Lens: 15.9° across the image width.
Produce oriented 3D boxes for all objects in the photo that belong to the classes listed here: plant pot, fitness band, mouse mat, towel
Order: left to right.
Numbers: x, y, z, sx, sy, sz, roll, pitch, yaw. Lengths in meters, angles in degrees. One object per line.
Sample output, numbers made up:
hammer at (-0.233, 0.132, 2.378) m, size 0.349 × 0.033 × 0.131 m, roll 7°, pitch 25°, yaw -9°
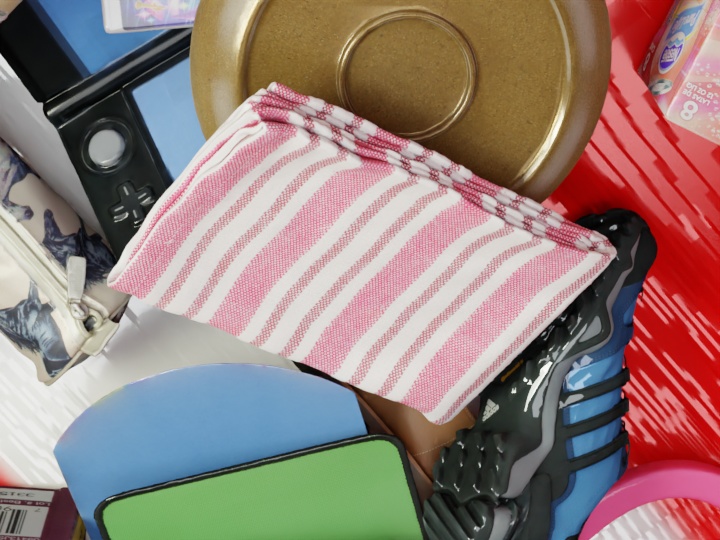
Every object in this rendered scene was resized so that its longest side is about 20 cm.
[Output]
mouse mat at (-0.038, 0.167, 1.337) m, size 0.161 × 0.008 × 0.200 m, roll -13°, pitch 131°, yaw 3°
towel at (0.000, 0.000, 1.212) m, size 0.200 × 0.030 × 0.146 m, roll 24°, pitch 132°, yaw -22°
plant pot at (0.020, -0.093, 1.200) m, size 0.200 × 0.027 × 0.200 m, roll -2°, pitch 113°, yaw -4°
fitness band at (0.139, 0.187, 1.364) m, size 0.144 × 0.037 × 0.200 m, roll 42°, pitch 94°, yaw -15°

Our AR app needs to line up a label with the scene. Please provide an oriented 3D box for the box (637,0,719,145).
box at (0.248, -0.085, 1.264) m, size 0.200 × 0.103 × 0.095 m, roll 25°, pitch 105°, yaw -10°

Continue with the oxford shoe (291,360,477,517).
oxford shoe at (0.000, 0.034, 1.316) m, size 0.071 × 0.071 × 0.200 m, roll -40°, pitch 112°, yaw -6°

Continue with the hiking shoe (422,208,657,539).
hiking shoe at (0.104, 0.066, 1.312) m, size 0.087 × 0.074 × 0.200 m, roll 32°, pitch 81°, yaw -33°

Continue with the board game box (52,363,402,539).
board game box at (-0.064, 0.109, 1.328) m, size 0.158 × 0.039 × 0.200 m, roll -10°, pitch 130°, yaw 9°

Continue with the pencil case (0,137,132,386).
pencil case at (-0.194, -0.035, 1.272) m, size 0.200 × 0.089 × 0.078 m, roll 46°, pitch 67°, yaw -12°

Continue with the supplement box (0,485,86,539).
supplement box at (-0.211, 0.218, 1.339) m, size 0.131 × 0.103 × 0.200 m, roll 4°, pitch 106°, yaw -2°

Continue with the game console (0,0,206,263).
game console at (-0.073, -0.118, 1.232) m, size 0.200 × 0.116 × 0.176 m, roll -30°, pitch 66°, yaw 8°

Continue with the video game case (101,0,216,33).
video game case at (-0.026, -0.190, 1.201) m, size 0.200 × 0.018 × 0.144 m, roll -6°, pitch 95°, yaw -3°

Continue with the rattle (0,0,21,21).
rattle at (-0.215, -0.137, 1.129) m, size 0.130 × 0.200 × 0.143 m, roll -26°, pitch 96°, yaw 12°
